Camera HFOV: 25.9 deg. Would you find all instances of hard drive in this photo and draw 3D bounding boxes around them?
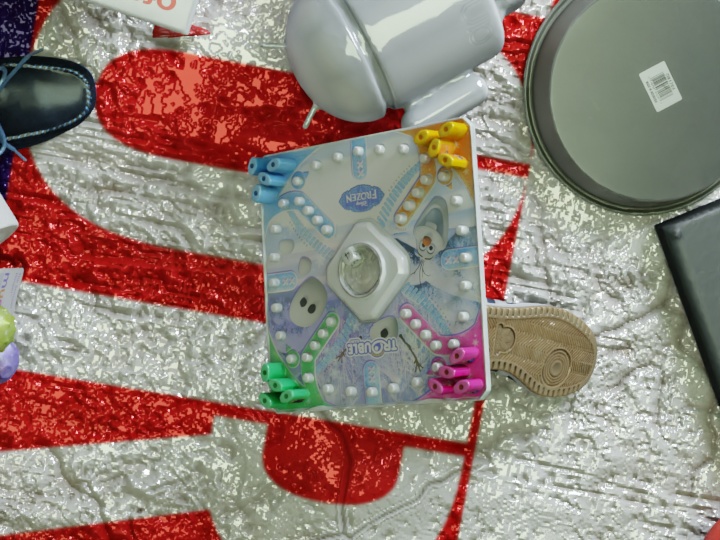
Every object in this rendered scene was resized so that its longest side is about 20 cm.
[{"bbox_3d":[0.337,0.030,1.269,0.139,0.033,0.201,-22,98,-3],"label":"hard drive"}]

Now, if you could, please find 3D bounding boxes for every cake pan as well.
[{"bbox_3d":[0.229,-0.142,1.235,0.199,0.037,0.201,-1,96,-6],"label":"cake pan"}]

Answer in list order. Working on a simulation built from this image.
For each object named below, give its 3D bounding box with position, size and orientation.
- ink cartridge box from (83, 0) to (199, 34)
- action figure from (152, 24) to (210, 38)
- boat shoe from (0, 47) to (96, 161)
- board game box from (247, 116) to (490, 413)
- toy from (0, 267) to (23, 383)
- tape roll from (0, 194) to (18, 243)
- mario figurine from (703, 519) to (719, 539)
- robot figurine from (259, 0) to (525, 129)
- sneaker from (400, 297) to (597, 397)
[{"bbox_3d":[-0.157,-0.279,1.082,0.145,0.084,0.201,17,100,-13],"label":"ink cartridge box"},{"bbox_3d":[-0.135,-0.276,1.168,0.051,0.065,0.201,-2,99,16],"label":"action figure"},{"bbox_3d":[-0.296,-0.114,1.165,0.199,0.069,0.085,-13,98,-5],"label":"boat shoe"},{"bbox_3d":[0.000,0.000,1.149,0.199,0.026,0.201,-7,83,36],"label":"board game box"},{"bbox_3d":[-0.278,0.061,1.119,0.047,0.200,0.116,19,95,11],"label":"toy"},{"bbox_3d":[-0.344,-0.010,1.103,0.202,0.202,0.071,-31,93,-2],"label":"tape roll"},{"bbox_3d":[0.308,0.289,1.287,0.123,0.106,0.201,-16,112,-40],"label":"mario figurine"},{"bbox_3d":[0.028,-0.185,1.170,0.199,0.113,0.170,-29,86,-2],"label":"robot figurine"},{"bbox_3d":[0.089,0.048,1.233,0.199,0.108,0.070,12,93,-38],"label":"sneaker"}]
